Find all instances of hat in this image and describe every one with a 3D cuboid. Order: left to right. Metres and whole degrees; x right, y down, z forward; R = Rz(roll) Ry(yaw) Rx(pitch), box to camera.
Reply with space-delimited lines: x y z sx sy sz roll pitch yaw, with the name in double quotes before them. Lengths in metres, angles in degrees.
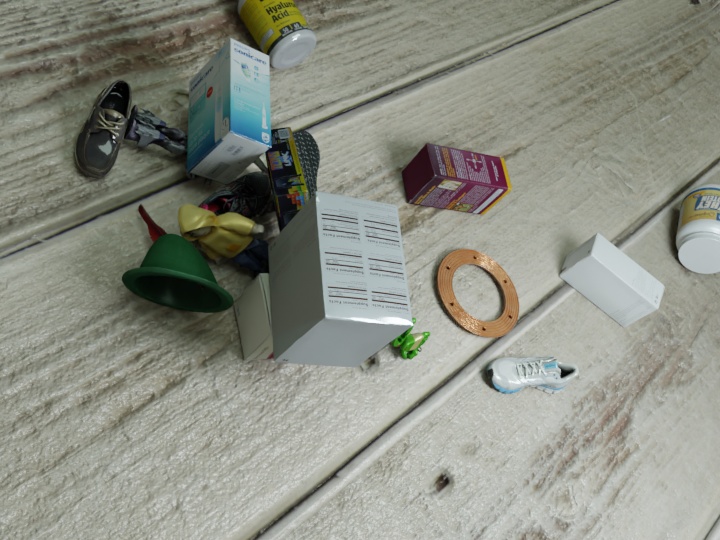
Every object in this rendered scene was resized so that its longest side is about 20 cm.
"hat" -0.284 -0.045 1.331 0.200 0.166 0.176 11 66 -4

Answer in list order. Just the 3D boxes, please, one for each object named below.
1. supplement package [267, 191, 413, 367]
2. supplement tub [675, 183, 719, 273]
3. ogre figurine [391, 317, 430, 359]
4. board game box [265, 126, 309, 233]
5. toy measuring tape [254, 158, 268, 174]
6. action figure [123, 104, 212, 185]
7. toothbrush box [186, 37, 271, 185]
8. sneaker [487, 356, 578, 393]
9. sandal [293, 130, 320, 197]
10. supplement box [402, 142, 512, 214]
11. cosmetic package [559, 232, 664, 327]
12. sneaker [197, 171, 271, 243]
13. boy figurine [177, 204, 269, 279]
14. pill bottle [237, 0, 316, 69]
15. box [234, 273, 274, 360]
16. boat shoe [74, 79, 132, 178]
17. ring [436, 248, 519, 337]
"supplement package" -0.037 0.020 1.272 0.147 0.191 0.200 7 63 -27
"supplement tub" 0.874 -0.104 2.098 0.145 0.145 0.200 34 50 -10
"ogre figurine" 0.051 0.083 1.485 0.120 0.098 0.200 49 14 25
"board game box" -0.122 -0.124 1.434 0.057 0.166 0.200 -10 41 -7
"toy measuring tape" -0.193 -0.235 1.578 0.200 0.074 0.074 45 50 -1
"action figure" -0.319 -0.228 1.498 0.200 0.069 0.130 19 48 -25
"toothbrush box" -0.230 -0.275 1.454 0.085 0.146 0.200 18 57 -36
"sneaker" 0.342 0.195 1.636 0.200 0.087 0.075 3 63 -28
"sandal" -0.118 -0.173 1.607 0.075 0.048 0.201 6 72 -30
"supplement box" 0.203 -0.191 1.764 0.200 0.110 0.086 6 59 -28
"cosmetic package" 0.557 0.023 1.853 0.200 0.113 0.081 40 50 -8
"sneaker" -0.221 -0.119 1.487 0.081 0.075 0.200 44 49 -1
"boy figurine" -0.218 -0.052 1.400 0.200 0.124 0.065 34 42 -41
"pill bottle" -0.186 -0.527 1.728 0.111 0.111 0.200 -24 76 -39
"box" -0.094 0.077 1.412 0.200 0.128 0.109 0 64 -31
"boat shoe" -0.440 -0.251 1.432 0.074 0.073 0.200 16 55 -22
"ring" 0.239 0.047 1.704 0.200 0.019 0.201 14 57 -24
